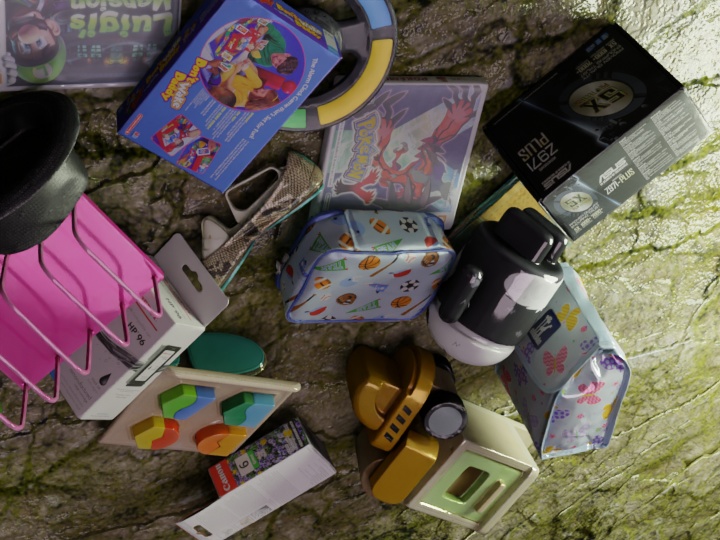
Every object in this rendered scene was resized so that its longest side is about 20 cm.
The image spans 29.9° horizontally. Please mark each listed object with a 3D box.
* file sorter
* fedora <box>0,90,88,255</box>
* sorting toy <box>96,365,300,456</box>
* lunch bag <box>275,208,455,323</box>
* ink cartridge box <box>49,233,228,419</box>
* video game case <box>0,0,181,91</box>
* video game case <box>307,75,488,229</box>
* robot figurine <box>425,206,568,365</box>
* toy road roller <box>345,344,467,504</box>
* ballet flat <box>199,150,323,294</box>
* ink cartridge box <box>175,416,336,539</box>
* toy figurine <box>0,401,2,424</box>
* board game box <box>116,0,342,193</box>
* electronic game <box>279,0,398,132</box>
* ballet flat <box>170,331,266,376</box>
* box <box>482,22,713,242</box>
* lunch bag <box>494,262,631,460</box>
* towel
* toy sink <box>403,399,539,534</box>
[{"bbox_3d":[-0.317,0.044,1.375,0.200,0.125,0.139,-39,116,7],"label":"file sorter"},{"bbox_3d":[-0.341,-0.081,1.320,0.201,0.201,0.092,-33,134,4],"label":"fedora"},{"bbox_3d":[-0.194,0.177,1.620,0.185,0.037,0.200,10,144,-33],"label":"sorting toy"},{"bbox_3d":[0.000,0.000,1.582,0.200,0.076,0.160,2,142,-27],"label":"lunch bag"},{"bbox_3d":[-0.256,0.058,1.494,0.200,0.116,0.068,-44,158,13],"label":"ink cartridge box"},{"bbox_3d":[-0.273,-0.261,1.315,0.200,0.023,0.182,-5,127,-20],"label":"video game case"},{"bbox_3d":[0.041,-0.131,1.549,0.182,0.023,0.200,-3,126,-21],"label":"video game case"},{"bbox_3d":[0.162,0.019,1.623,0.150,0.125,0.200,22,113,-22],"label":"robot figurine"},{"bbox_3d":[0.032,0.183,1.727,0.146,0.123,0.200,26,113,-20],"label":"toy road roller"},{"bbox_3d":[-0.130,-0.058,1.514,0.075,0.068,0.200,42,97,-17],"label":"ballet flat"},{"bbox_3d":[-0.141,0.276,1.749,0.200,0.050,0.109,-30,147,2],"label":"ink cartridge box"},{"bbox_3d":[-0.481,0.241,1.504,0.150,0.184,0.200,31,110,-37],"label":"toy figurine"},{"bbox_3d":[-0.135,-0.188,1.366,0.134,0.045,0.200,30,117,-30],"label":"board game box"},{"bbox_3d":[-0.058,-0.236,1.400,0.200,0.042,0.200,-7,123,-11],"label":"electronic game"},{"bbox_3d":[-0.214,0.112,1.605,0.200,0.071,0.071,0,125,-24],"label":"ballet flat"},{"bbox_3d":[0.264,-0.158,1.530,0.200,0.164,0.086,-38,131,9],"label":"box"},{"bbox_3d":[0.255,0.111,1.723,0.127,0.170,0.200,-6,134,-18],"label":"lunch bag"},{"bbox_3d":[0.193,-0.046,1.681,0.200,0.022,0.147,-42,130,9],"label":"towel"},{"bbox_3d":[0.156,0.271,1.845,0.200,0.112,0.130,26,113,-36],"label":"toy sink"}]
